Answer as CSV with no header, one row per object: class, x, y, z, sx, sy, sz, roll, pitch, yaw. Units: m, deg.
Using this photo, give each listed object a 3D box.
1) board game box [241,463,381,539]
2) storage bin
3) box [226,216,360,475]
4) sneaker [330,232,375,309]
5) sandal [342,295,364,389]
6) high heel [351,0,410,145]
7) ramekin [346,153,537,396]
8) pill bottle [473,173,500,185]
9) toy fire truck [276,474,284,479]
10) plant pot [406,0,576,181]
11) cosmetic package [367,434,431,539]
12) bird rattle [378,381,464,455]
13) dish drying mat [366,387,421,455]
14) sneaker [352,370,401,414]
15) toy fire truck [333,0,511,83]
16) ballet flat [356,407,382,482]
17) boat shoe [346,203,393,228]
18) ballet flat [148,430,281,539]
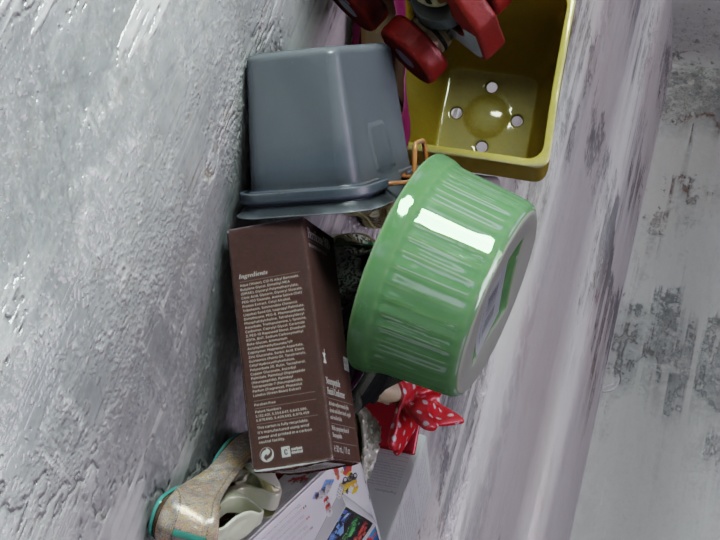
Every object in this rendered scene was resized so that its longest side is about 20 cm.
board game box,-0.063,0.252,1.318,0.200,0.034,0.127,-39,128,-38
storage bin,-0.019,-0.124,1.287,0.200,0.145,0.135,-29,115,-69
box,-0.054,0.065,1.249,0.100,0.075,0.201,31,49,-74
sneaker,0.000,0.000,1.429,0.200,0.088,0.077,-33,107,-69
sandal,-0.010,0.072,1.382,0.201,0.048,0.075,-52,168,12
high heel,0.014,-0.190,1.455,0.096,0.067,0.201,77,10,-71
ramekin,0.075,0.010,1.289,0.200,0.097,0.200,-59,163,-30
pill bottle,0.093,-0.013,1.711,0.113,0.113,0.201,-9,106,-72
toy fire truck,-0.082,0.260,1.377,0.141,0.048,0.201,64,38,-60
plant pot,0.129,-0.196,1.643,0.200,0.193,0.197,44,55,-76
cosmetic package,0.017,0.282,1.668,0.200,0.071,0.102,-65,157,-43
bird rattle,0.026,0.085,1.567,0.163,0.112,0.201,27,62,-43
dish drying mat,0.041,0.097,1.655,0.018,0.076,0.201,11,87,-65
sneaker,0.029,0.094,1.464,0.114,0.076,0.200,28,102,-40
toy fire truck,0.039,-0.270,1.313,0.112,0.200,0.168,-45,154,-2
ballet flat,-0.026,0.213,1.517,0.072,0.071,0.201,79,17,-46
boat shoe,0.032,-0.077,1.570,0.200,0.062,0.074,-9,105,-73
ballet flat,-0.105,0.189,1.239,0.200,0.067,0.068,-38,141,-66
